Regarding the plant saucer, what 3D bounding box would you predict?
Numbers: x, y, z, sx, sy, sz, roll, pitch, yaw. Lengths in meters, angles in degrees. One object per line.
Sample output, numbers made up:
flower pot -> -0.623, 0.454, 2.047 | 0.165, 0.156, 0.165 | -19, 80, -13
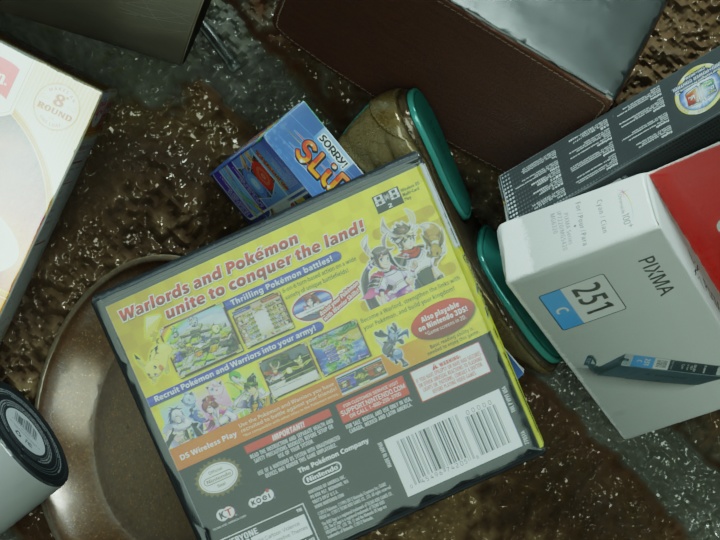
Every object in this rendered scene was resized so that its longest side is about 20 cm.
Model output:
plant saucer -> -0.116, 0.093, 1.245 | 0.199, 0.036, 0.203 | -7, 78, 38

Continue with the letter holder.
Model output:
letter holder -> 0.063, -0.156, 1.241 | 0.199, 0.142, 0.101 | 31, 63, -1

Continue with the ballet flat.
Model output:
ballet flat -> 0.048, -0.014, 1.264 | 0.072, 0.068, 0.201 | -26, 108, 20

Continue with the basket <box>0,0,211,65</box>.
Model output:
basket -> -0.172, -0.208, 1.189 | 0.198, 0.181, 0.137 | 22, 130, -5

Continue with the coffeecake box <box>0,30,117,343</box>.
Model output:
coffeecake box -> -0.258, -0.052, 1.250 | 0.152, 0.073, 0.201 | 26, 95, -2

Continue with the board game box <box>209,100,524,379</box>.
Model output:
board game box -> 0.000, 0.000, 1.230 | 0.034, 0.135, 0.200 | -41, 97, -18

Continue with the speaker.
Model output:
speaker -> -0.276, 0.155, 1.258 | 0.199, 0.081, 0.081 | -38, 96, 11

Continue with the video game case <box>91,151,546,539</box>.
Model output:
video game case -> -0.022, 0.057, 1.153 | 0.198, 0.026, 0.182 | -24, 96, 0

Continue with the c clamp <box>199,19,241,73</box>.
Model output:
c clamp -> -0.067, -0.251, 1.256 | 0.171, 0.027, 0.200 | 45, 98, 1

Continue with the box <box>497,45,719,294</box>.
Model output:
box -> 0.204, -0.049, 1.196 | 0.199, 0.045, 0.160 | -30, 139, 24

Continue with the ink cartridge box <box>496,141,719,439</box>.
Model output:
ink cartridge box -> 0.196, 0.010, 1.200 | 0.175, 0.045, 0.200 | -21, 142, 17
